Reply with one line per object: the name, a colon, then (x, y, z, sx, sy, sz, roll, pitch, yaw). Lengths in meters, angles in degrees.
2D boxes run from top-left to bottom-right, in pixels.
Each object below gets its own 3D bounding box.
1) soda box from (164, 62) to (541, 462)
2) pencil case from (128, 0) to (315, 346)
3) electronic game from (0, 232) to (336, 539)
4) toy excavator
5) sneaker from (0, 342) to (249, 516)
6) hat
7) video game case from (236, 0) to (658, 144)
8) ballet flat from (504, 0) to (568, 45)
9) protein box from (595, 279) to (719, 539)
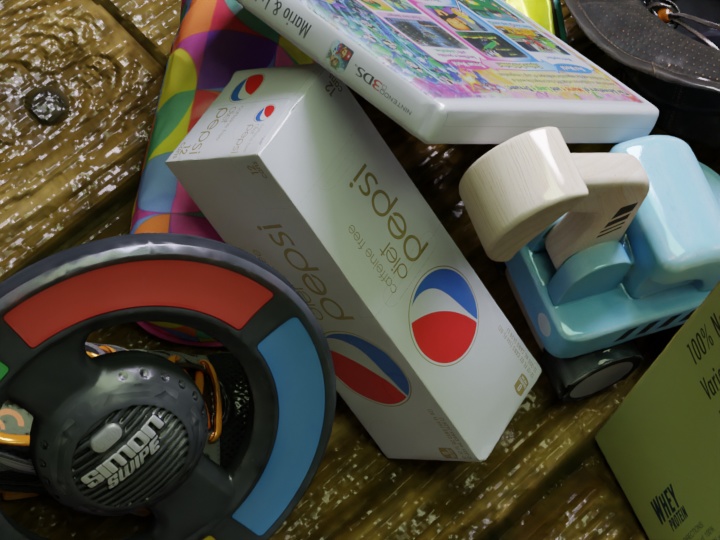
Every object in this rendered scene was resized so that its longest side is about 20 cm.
soda box: (0.000, 0.000, 1.063, 0.200, 0.068, 0.064, 54, 56, -29)
pencil case: (-0.062, -0.063, 1.131, 0.088, 0.088, 0.201, 15, 63, -7)
electronic game: (-0.104, 0.072, 0.998, 0.199, 0.201, 0.042, -11, 35, -19)
toy excavator: (0.117, -0.022, 1.085, 0.193, 0.200, 0.100, -15, 67, -23)
sneaker: (-0.111, 0.067, 1.056, 0.199, 0.077, 0.079, -4, 63, -18)
hat: (0.192, -0.114, 1.210, 0.199, 0.081, 0.201, 6, 36, -4)
video game case: (0.024, -0.115, 1.076, 0.182, 0.024, 0.200, 39, 23, 27)
ballet flat: (0.078, -0.154, 1.226, 0.067, 0.067, 0.201, -1, 64, 1)
protein box: (0.238, 0.102, 1.057, 0.134, 0.199, 0.201, -19, 69, -23)
